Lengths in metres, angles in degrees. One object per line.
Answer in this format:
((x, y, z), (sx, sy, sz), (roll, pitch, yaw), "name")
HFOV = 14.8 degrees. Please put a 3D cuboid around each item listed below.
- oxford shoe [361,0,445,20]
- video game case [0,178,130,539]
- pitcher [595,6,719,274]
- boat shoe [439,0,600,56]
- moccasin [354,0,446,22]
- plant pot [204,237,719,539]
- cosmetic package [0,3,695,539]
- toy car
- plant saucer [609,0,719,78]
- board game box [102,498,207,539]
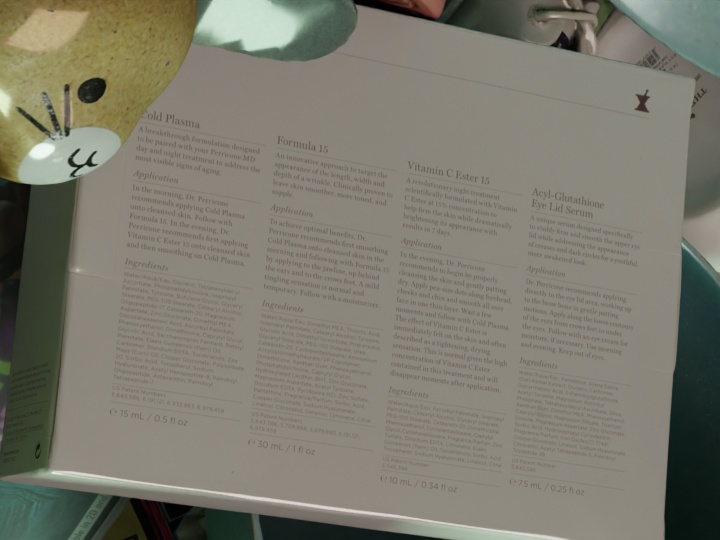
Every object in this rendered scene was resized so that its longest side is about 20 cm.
((-0.018, -0.145, 0.779), (0.075, 0.070, 0.200), (-58, 141, -15), "oxford shoe")
((-0.125, 0.030, 0.878), (0.182, 0.023, 0.200), (22, 109, -46), "video game case")
((0.153, -0.044, 1.043), (0.200, 0.121, 0.172), (-5, 140, -53), "pitcher")
((0.049, -0.085, 0.958), (0.200, 0.066, 0.072), (-42, 138, -1), "boat shoe")
((-0.007, -0.131, 0.882), (0.068, 0.080, 0.201), (9, 104, -36), "moccasin")
((0.028, 0.077, 0.934), (0.200, 0.135, 0.201), (5, 78, -25), "plant pot")
((0.000, 0.000, 0.829), (0.199, 0.052, 0.151), (10, 80, -24), "cosmetic package")
((-0.089, -0.046, 0.703), (0.200, 0.158, 0.164), (-20, 163, -10), "toy car")
((0.147, -0.125, 0.852), (0.039, 0.201, 0.201), (-61, 148, -30), "plant saucer")
((-0.088, 0.084, 1.008), (0.200, 0.035, 0.136), (-5, 127, -35), "board game box")
